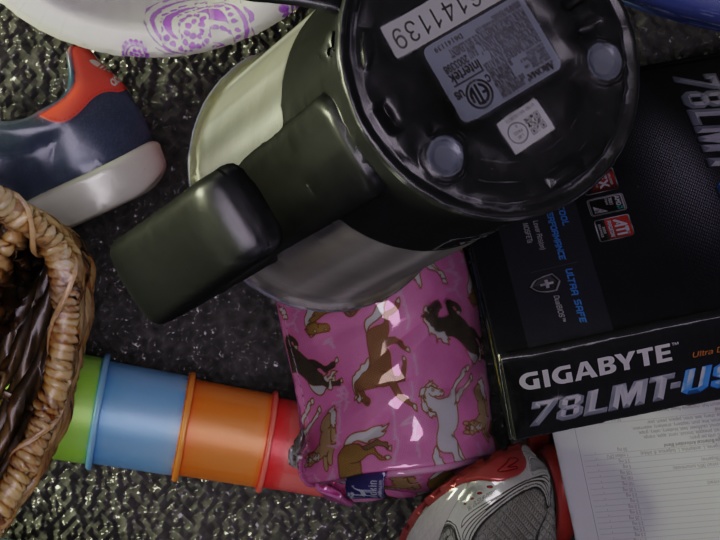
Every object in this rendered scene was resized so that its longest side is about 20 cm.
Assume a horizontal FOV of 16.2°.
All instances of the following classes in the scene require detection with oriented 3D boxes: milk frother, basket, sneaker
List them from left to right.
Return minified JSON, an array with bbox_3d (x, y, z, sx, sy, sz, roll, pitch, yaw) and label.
[{"bbox_3d":[-0.195,0.052,1.005,0.142,0.149,0.201,29,86,2],"label":"basket"},{"bbox_3d":[-0.190,-0.036,1.119,0.199,0.075,0.085,-26,93,-5],"label":"sneaker"},{"bbox_3d":[-0.023,-0.091,0.963,0.180,0.188,0.201,-13,83,-23],"label":"milk frother"},{"bbox_3d":[0.069,0.159,1.098,0.078,0.082,0.201,-27,132,-26],"label":"sneaker"}]

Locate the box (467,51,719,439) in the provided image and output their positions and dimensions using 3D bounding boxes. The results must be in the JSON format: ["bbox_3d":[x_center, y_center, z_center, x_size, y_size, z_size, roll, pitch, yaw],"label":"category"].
[{"bbox_3d":[0.143,-0.022,1.060,0.197,0.200,0.050,-12,124,2],"label":"box"}]

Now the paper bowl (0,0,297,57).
[{"bbox_3d":[-0.087,-0.193,1.081,0.199,0.104,0.202,0,96,-1],"label":"paper bowl"}]

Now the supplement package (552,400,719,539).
[{"bbox_3d":[0.167,0.122,1.101,0.113,0.109,0.201,-8,99,32],"label":"supplement package"}]

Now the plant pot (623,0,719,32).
[{"bbox_3d":[0.118,-0.200,1.042,0.179,0.200,0.201,5,97,6],"label":"plant pot"}]

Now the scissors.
[{"bbox_3d":[0.088,0.149,1.164,0.014,0.073,0.201,-13,121,-12],"label":"scissors"}]

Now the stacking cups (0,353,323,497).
[{"bbox_3d":[-0.100,0.068,1.134,0.199,0.061,0.061,10,97,-2],"label":"stacking cups"}]

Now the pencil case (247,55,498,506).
[{"bbox_3d":[0.000,0.000,1.099,0.086,0.083,0.201,-5,81,-38],"label":"pencil case"}]

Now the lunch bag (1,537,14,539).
[{"bbox_3d":[-0.186,0.198,1.124,0.199,0.076,0.161,10,106,11],"label":"lunch bag"}]
